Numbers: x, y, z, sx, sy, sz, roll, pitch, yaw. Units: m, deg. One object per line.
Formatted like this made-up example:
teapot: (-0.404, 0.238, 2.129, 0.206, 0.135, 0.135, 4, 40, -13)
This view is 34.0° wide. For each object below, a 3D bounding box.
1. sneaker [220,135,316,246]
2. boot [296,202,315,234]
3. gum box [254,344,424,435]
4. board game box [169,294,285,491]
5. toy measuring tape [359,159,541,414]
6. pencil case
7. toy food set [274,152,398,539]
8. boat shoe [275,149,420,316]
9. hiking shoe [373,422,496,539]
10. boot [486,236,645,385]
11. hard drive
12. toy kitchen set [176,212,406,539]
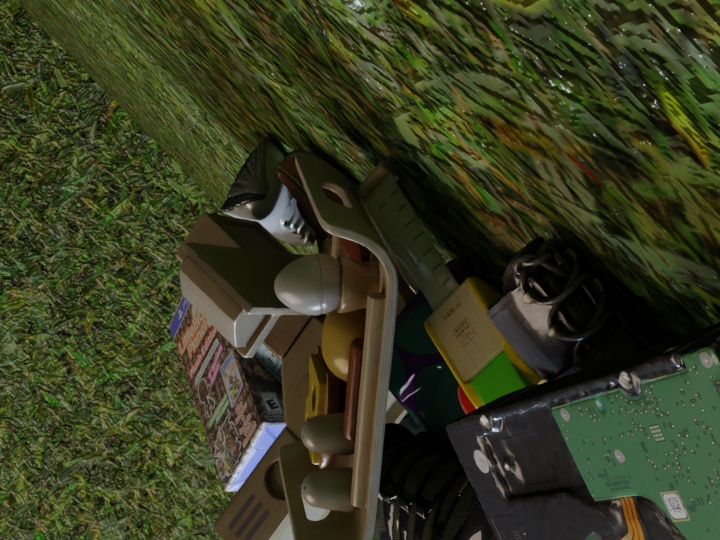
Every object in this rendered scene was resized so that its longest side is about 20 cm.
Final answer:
sneaker: (-0.067, -0.061, 1.025, 0.087, 0.075, 0.200, 32, -178, 1)
boot: (-0.001, 0.027, 0.947, 0.200, 0.097, 0.075, 45, 175, -12)
gum box: (0.013, 0.084, 1.052, 0.200, 0.045, 0.169, 43, -143, 19)
board game box: (-0.069, 0.094, 1.104, 0.158, 0.097, 0.201, 3, -137, -33)
toy measuring tape: (0.068, 0.025, 0.629, 0.201, 0.073, 0.074, 59, -178, 27)
pencil case: (0.094, 0.089, 0.700, 0.200, 0.085, 0.093, 46, 138, 9)
toy food set: (-0.027, 0.048, 0.667, 0.060, 0.202, 0.144, 2, -161, -11)
boat shoe: (0.000, 0.000, 0.828, 0.200, 0.072, 0.076, 49, 175, 14)
hiking shoe: (0.038, 0.133, 0.664, 0.101, 0.076, 0.200, 46, 154, 6)
boot: (0.118, 0.061, 0.474, 0.175, 0.069, 0.200, 53, 168, 3)
hard drive: (0.110, 0.098, 0.409, 0.141, 0.038, 0.200, 65, 157, 6)
toy kitchen set: (-0.098, 0.082, 0.866, 0.200, 0.181, 0.163, 42, -165, 23)
